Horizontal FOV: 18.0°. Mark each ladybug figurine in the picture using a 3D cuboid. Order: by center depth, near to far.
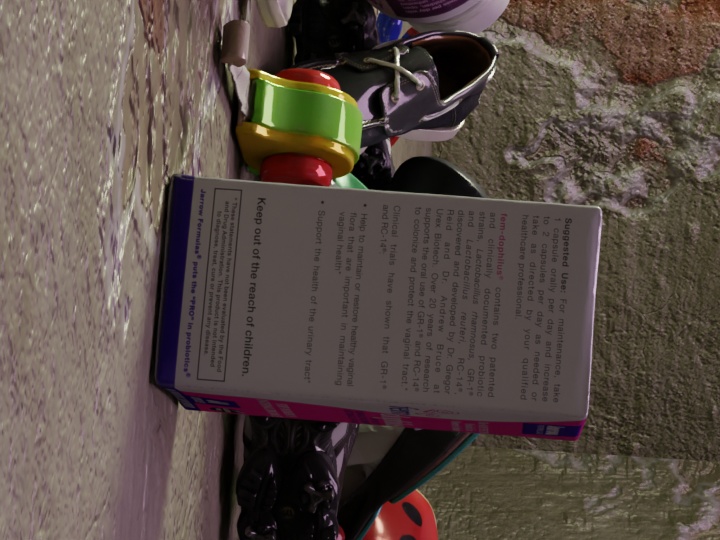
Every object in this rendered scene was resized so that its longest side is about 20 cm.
[{"bbox_3d":[0.012,0.212,1.568,0.200,0.072,0.136,-79,160,-56],"label":"ladybug figurine"}]

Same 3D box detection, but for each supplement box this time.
[{"bbox_3d":[0.011,0.019,1.074,0.101,0.199,0.104,70,24,-79],"label":"supplement box"}]

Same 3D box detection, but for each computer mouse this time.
[{"bbox_3d":[0.061,0.013,1.509,0.053,0.138,0.201,-45,137,-28],"label":"computer mouse"}]

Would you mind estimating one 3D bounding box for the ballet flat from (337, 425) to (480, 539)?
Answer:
[{"bbox_3d":[0.002,0.126,1.434,0.200,0.068,0.068,-47,-169,25],"label":"ballet flat"}]

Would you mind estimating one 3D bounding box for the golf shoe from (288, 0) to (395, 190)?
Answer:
[{"bbox_3d":[-0.011,-0.094,1.545,0.094,0.077,0.201,-63,157,-80],"label":"golf shoe"}]

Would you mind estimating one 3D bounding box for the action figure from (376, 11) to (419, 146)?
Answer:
[{"bbox_3d":[0.012,-0.121,1.603,0.065,0.052,0.200,48,-65,35],"label":"action figure"}]

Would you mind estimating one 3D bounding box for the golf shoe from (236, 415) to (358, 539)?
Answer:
[{"bbox_3d":[-0.033,0.067,1.318,0.095,0.077,0.201,-81,-176,-68],"label":"golf shoe"}]

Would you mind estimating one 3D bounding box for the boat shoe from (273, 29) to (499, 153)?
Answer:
[{"bbox_3d":[0.013,-0.118,1.426,0.200,0.068,0.072,-12,65,-51],"label":"boat shoe"}]

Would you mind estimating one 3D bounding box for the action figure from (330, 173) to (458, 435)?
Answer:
[{"bbox_3d":[0.000,0.000,1.368,0.200,0.054,0.118,56,-22,27],"label":"action figure"}]

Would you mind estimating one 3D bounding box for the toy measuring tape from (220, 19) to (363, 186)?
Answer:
[{"bbox_3d":[-0.035,-0.090,1.264,0.200,0.073,0.074,81,13,-73],"label":"toy measuring tape"}]

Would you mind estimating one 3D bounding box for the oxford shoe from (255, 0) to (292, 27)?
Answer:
[{"bbox_3d":[-0.032,-0.236,1.275,0.075,0.057,0.201,77,19,-84],"label":"oxford shoe"}]

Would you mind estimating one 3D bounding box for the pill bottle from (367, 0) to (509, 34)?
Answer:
[{"bbox_3d":[0.031,-0.226,1.448,0.200,0.112,0.113,46,44,-60],"label":"pill bottle"}]

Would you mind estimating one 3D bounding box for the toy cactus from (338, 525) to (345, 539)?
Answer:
[{"bbox_3d":[-0.015,0.226,1.365,0.165,0.102,0.201,-48,-148,44],"label":"toy cactus"}]
